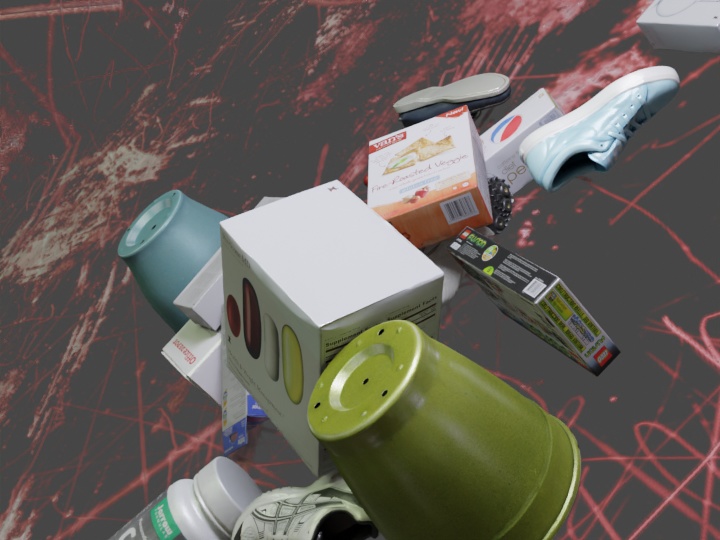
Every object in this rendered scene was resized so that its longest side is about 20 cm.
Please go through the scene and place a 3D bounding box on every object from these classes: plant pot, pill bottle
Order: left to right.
[{"bbox_3d":[-0.202,0.305,1.278,0.200,0.113,0.113,-41,26,8],"label":"pill bottle"},{"bbox_3d":[-0.257,-0.014,1.751,0.200,0.188,0.200,-34,27,20],"label":"plant pot"},{"bbox_3d":[0.060,0.151,1.027,0.200,0.193,0.201,-34,27,20],"label":"plant pot"}]

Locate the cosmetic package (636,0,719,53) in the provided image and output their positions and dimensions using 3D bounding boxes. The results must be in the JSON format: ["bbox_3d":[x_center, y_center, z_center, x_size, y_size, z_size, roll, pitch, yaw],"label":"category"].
[{"bbox_3d":[0.445,-0.346,1.369,0.200,0.052,0.151,-48,28,-7],"label":"cosmetic package"}]

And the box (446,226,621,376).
[{"bbox_3d":[0.167,0.027,1.152,0.035,0.110,0.200,-45,26,-3],"label":"box"}]

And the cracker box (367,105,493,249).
[{"bbox_3d":[0.079,-0.107,1.361,0.133,0.058,0.200,-20,31,14],"label":"cracker box"}]

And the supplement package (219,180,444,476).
[{"bbox_3d":[-0.033,0.055,1.168,0.147,0.201,0.191,-22,44,-27],"label":"supplement package"}]

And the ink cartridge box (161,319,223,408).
[{"bbox_3d":[-0.165,0.080,1.595,0.200,0.083,0.147,-48,25,-8],"label":"ink cartridge box"}]

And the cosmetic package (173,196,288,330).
[{"bbox_3d":[-0.162,-0.011,1.573,0.200,0.051,0.082,-50,22,-15],"label":"cosmetic package"}]

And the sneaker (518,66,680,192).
[{"bbox_3d":[0.284,-0.152,1.318,0.199,0.074,0.082,-32,58,15],"label":"sneaker"}]

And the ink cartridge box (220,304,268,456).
[{"bbox_3d":[-0.142,0.125,1.435,0.119,0.042,0.201,141,131,-63],"label":"ink cartridge box"}]

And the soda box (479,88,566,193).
[{"bbox_3d":[0.173,-0.134,1.439,0.200,0.064,0.068,-37,26,14],"label":"soda box"}]

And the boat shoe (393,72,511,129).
[{"bbox_3d":[0.134,-0.229,1.636,0.199,0.062,0.075,-8,27,39],"label":"boat shoe"}]

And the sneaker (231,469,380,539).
[{"bbox_3d":[-0.058,0.265,1.168,0.200,0.076,0.088,-34,27,23],"label":"sneaker"}]

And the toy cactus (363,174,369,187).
[{"bbox_3d":[0.046,-0.091,1.549,0.164,0.103,0.200,-19,26,25],"label":"toy cactus"}]

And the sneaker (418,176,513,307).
[{"bbox_3d":[0.113,-0.035,1.374,0.200,0.072,0.072,-53,24,-22],"label":"sneaker"}]
